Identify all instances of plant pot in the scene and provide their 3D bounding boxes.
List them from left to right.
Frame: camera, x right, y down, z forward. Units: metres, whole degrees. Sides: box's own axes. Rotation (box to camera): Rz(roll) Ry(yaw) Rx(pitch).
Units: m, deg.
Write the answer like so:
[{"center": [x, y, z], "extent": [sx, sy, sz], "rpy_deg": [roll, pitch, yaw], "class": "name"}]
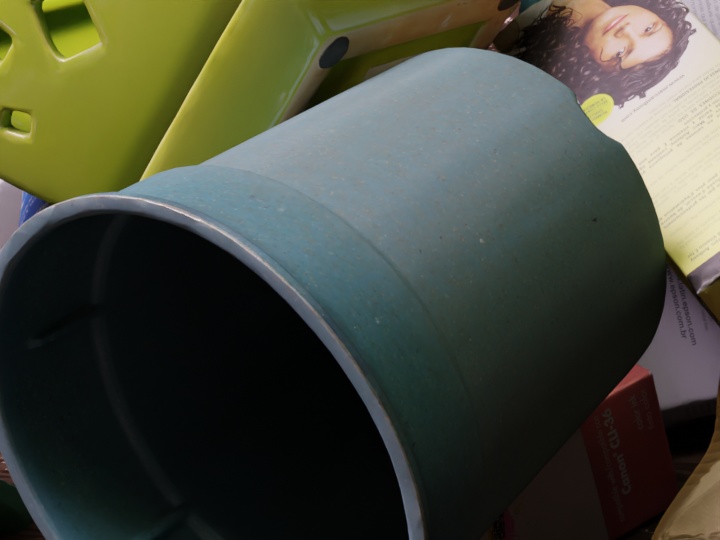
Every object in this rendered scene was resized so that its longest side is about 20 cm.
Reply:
[{"center": [-0.057, -0.115, 1.156], "extent": [0.182, 0.200, 0.199], "rpy_deg": [46, 36, 19], "class": "plant pot"}, {"center": [0.000, 0.023, 1.018], "extent": [0.199, 0.201, 0.196], "rpy_deg": [7, 31, 40], "class": "plant pot"}]

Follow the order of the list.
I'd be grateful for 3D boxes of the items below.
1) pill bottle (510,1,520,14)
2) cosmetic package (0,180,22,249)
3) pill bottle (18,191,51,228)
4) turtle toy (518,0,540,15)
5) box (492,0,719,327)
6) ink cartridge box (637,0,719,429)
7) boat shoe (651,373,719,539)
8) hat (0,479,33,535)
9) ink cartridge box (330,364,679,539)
[{"center": [0.023, -0.159, 1.374], "extent": [0.111, 0.113, 0.200], "rpy_deg": [-6, 7, 22], "class": "pill bottle"}, {"center": [-0.196, 0.002, 1.405], "extent": [0.074, 0.102, 0.200], "rpy_deg": [6, 36, 38], "class": "cosmetic package"}, {"center": [-0.102, -0.037, 1.301], "extent": [0.112, 0.113, 0.200], "rpy_deg": [-15, 32, 5], "class": "pill bottle"}, {"center": [0.156, -0.133, 1.403], "extent": [0.200, 0.101, 0.146], "rpy_deg": [-35, 24, 12], "class": "turtle toy"}, {"center": [0.127, -0.052, 1.110], "extent": [0.075, 0.050, 0.200], "rpy_deg": [-38, 41, 2], "class": "box"}, {"center": [0.194, -0.049, 1.193], "extent": [0.199, 0.198, 0.043], "rpy_deg": [-13, -17, 6], "class": "ink cartridge box"}, {"center": [0.157, 0.095, 1.048], "extent": [0.073, 0.069, 0.201], "rpy_deg": [6, 55, 27], "class": "boat shoe"}, {"center": [-0.202, 0.013, 1.245], "extent": [0.165, 0.177, 0.200], "rpy_deg": [18, -17, -10], "class": "hat"}, {"center": [0.014, 0.092, 1.137], "extent": [0.199, 0.068, 0.116], "rpy_deg": [-28, 29, -21], "class": "ink cartridge box"}]
